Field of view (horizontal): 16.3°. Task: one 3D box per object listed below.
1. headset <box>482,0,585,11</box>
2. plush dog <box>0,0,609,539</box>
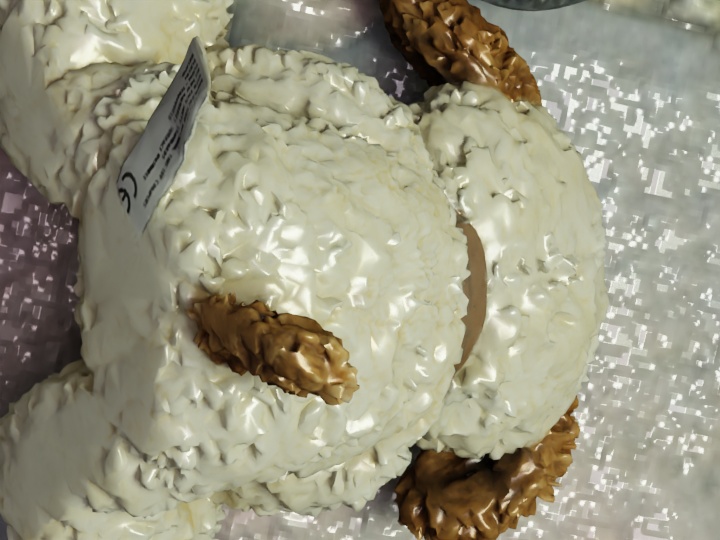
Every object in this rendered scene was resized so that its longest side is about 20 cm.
[{"bbox_3d":[0.088,-0.159,0.706,0.123,0.094,0.200,16,110,-44],"label":"headset"},{"bbox_3d":[0.000,0.000,0.708,0.171,0.160,0.201,-9,101,-39],"label":"plush dog"}]
